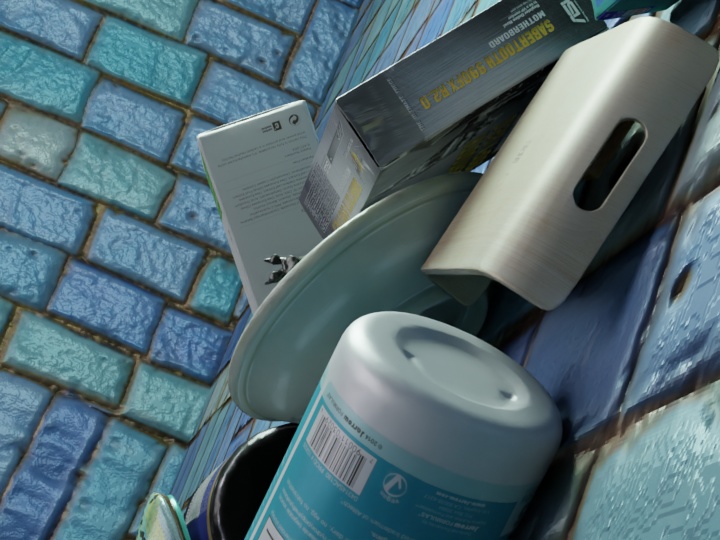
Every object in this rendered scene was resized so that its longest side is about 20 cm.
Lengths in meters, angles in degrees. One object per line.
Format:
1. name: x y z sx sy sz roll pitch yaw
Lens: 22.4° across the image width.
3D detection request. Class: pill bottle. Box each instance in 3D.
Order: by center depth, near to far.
1. pill bottle: 0.005 0.128 0.841 0.111 0.110 0.201 -85 20 -69
2. pill bottle: -0.055 0.168 1.170 0.200 0.111 0.112 132 160 -70

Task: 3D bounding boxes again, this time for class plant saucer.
1. plant saucer: 0.018 0.031 1.046 0.199 0.050 0.200 -31 -24 -16

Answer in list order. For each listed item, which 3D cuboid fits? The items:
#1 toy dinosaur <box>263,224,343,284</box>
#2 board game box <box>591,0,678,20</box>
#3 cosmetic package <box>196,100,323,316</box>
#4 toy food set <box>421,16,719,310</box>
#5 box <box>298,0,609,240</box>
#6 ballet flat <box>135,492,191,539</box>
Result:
1. toy dinosaur: 0.000 0.000 1.078 0.200 0.048 0.088 -42 -31 15
2. board game box: 0.146 -0.218 0.864 0.200 0.045 0.153 152 108 -78
3. cosmetic package: -0.043 -0.004 1.271 0.108 0.084 0.201 106 146 -81
4. toy food set: 0.105 -0.043 0.909 0.144 0.060 0.200 -56 7 -5
5. box: 0.049 -0.090 1.079 0.158 0.048 0.200 -33 -7 -15
6. ballet flat: -0.114 0.238 1.119 0.201 0.074 0.074 68 159 12
